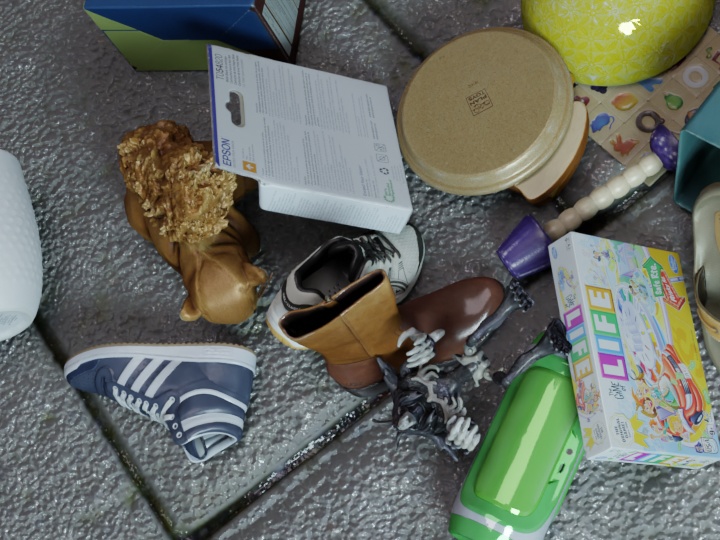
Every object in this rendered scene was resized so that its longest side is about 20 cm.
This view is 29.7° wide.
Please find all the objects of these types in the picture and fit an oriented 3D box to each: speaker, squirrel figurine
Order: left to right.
[{"bbox_3d":[-0.163,-0.042,1.327,0.141,0.200,0.187,-21,55,2],"label":"squirrel figurine"},{"bbox_3d":[0.153,0.159,1.217,0.088,0.088,0.200,21,75,23],"label":"speaker"}]

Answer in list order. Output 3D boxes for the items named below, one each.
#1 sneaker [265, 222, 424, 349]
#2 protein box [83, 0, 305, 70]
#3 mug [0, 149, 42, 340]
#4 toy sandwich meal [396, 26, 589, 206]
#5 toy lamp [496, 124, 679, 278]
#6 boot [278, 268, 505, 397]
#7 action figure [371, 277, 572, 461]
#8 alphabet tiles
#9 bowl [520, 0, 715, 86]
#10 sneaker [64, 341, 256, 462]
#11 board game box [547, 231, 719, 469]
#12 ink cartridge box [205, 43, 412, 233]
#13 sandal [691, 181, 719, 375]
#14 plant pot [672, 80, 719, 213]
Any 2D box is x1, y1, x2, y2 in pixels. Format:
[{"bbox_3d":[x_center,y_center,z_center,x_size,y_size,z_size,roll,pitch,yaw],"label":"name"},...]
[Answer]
[{"bbox_3d":[0.000,0.000,1.287,0.076,0.088,0.200,41,51,16],"label":"sneaker"},{"bbox_3d":[-0.168,-0.339,1.486,0.198,0.135,0.201,2,69,17],"label":"protein box"},{"bbox_3d":[-0.424,-0.006,1.433,0.200,0.147,0.176,-34,67,35],"label":"mug"},{"bbox_3d":[0.135,-0.152,1.363,0.204,0.070,0.206,-9,66,21],"label":"toy sandwich meal"},{"bbox_3d":[0.220,-0.062,1.300,0.200,0.058,0.058,-37,63,3],"label":"toy lamp"},{"bbox_3d":[0.035,0.033,1.237,0.188,0.200,0.069,-23,64,6],"label":"boot"},{"bbox_3d":[0.081,0.095,1.188,0.200,0.102,0.119,-41,80,20],"label":"action figure"},{"bbox_3d":[0.299,-0.180,1.357,0.166,0.006,0.200,-43,64,-4],"label":"alphabet tiles"},{"bbox_3d":[0.249,-0.297,1.357,0.199,0.108,0.201,-8,63,16],"label":"bowl"},{"bbox_3d":[-0.203,0.132,1.340,0.199,0.070,0.109,-3,66,12],"label":"sneaker"},{"bbox_3d":[0.243,0.071,1.206,0.034,0.134,0.201,-36,53,49],"label":"board game box"},{"bbox_3d":[-0.058,-0.130,1.329,0.199,0.041,0.200,12,42,-19],"label":"ink cartridge box"},{"bbox_3d":[0.329,0.023,1.197,0.080,0.054,0.201,-8,100,32],"label":"sandal"},{"bbox_3d":[0.400,-0.137,1.239,0.141,0.141,0.200,30,73,21],"label":"plant pot"}]
